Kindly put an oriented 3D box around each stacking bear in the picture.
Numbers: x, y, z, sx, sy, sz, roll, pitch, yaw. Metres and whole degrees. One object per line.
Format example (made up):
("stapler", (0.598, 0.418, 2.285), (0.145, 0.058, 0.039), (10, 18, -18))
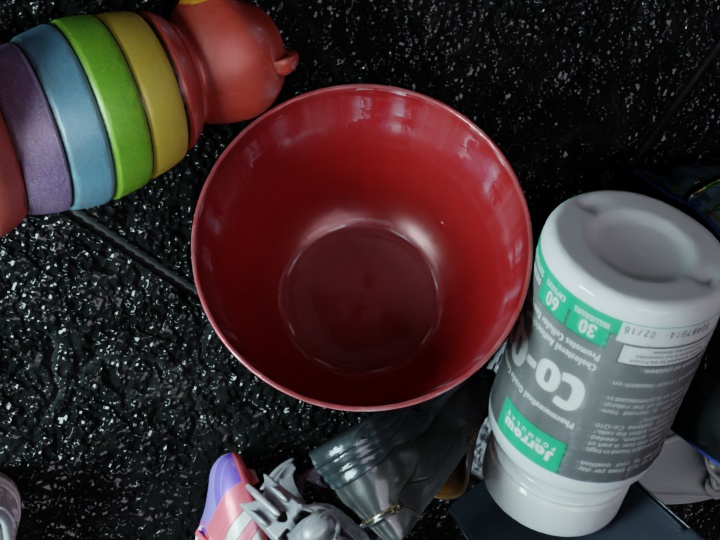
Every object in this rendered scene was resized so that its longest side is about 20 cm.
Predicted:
("stacking bear", (-0.136, -0.103, 0.778), (0.199, 0.121, 0.114), (-22, 110, -20))

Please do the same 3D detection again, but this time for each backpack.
("backpack", (0.256, 0.023, 0.890), (0.146, 0.200, 0.184), (-9, 108, -8))

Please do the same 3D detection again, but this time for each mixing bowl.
("mixing bowl", (0.000, 0.000, 0.830), (0.198, 0.108, 0.202), (0, 70, -1))

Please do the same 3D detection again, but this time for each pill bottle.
("pill bottle", (0.142, 0.062, 0.828), (0.112, 0.113, 0.201), (-3, 131, -18))

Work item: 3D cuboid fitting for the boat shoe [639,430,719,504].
("boat shoe", (0.269, 0.126, 0.964), (0.199, 0.065, 0.074), (-21, 92, 21))

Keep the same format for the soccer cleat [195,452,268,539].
("soccer cleat", (-0.090, 0.220, 0.912), (0.076, 0.067, 0.201), (-10, 112, -12))

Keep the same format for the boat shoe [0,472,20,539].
("boat shoe", (-0.260, 0.226, 0.850), (0.074, 0.065, 0.203), (19, 99, -23))

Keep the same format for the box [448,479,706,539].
("box", (0.183, 0.242, 0.941), (0.117, 0.197, 0.201), (-34, 114, -6))

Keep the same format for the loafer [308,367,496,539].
("loafer", (0.042, 0.115, 0.872), (0.073, 0.200, 0.073), (-33, 83, 34))

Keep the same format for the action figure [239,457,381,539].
("action figure", (-0.008, 0.180, 0.863), (0.069, 0.130, 0.200), (-38, 154, -8))
